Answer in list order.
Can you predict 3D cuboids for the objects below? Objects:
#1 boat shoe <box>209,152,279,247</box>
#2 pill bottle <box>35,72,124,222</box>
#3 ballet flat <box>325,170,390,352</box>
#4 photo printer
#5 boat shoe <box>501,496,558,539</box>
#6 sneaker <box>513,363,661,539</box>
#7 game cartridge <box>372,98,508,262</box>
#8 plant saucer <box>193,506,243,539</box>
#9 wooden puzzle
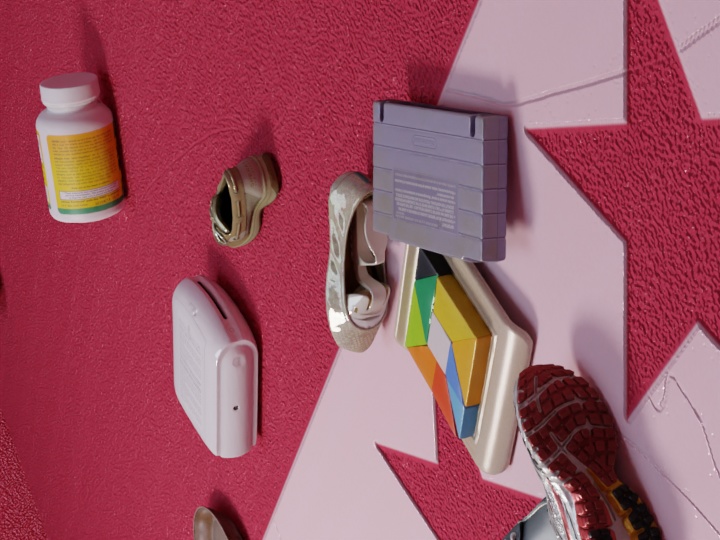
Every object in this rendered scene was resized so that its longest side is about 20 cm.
[{"bbox_3d":[-0.151,-0.078,2.060,0.073,0.063,0.201,71,157,11],"label":"boat shoe"},{"bbox_3d":[-0.409,-0.180,2.540,0.113,0.112,0.201,33,134,58],"label":"pill bottle"},{"bbox_3d":[0.000,0.000,1.757,0.062,0.067,0.201,25,127,49],"label":"ballet flat"},{"bbox_3d":[-0.188,0.116,2.258,0.166,0.069,0.201,50,146,47],"label":"photo printer"},{"bbox_3d":[0.153,0.260,1.556,0.073,0.062,0.200,63,154,28],"label":"boat shoe"},{"bbox_3d":[0.172,0.173,1.438,0.082,0.078,0.201,128,125,-64],"label":"sneaker"},{"bbox_3d":[0.069,-0.081,1.553,0.200,0.038,0.130,19,116,61],"label":"game cartridge"},{"bbox_3d":[-0.188,0.430,2.500,0.200,0.032,0.201,-134,37,-51],"label":"plant saucer"},{"bbox_3d":[0.086,0.065,1.628,0.200,0.037,0.185,54,149,41],"label":"wooden puzzle"}]
